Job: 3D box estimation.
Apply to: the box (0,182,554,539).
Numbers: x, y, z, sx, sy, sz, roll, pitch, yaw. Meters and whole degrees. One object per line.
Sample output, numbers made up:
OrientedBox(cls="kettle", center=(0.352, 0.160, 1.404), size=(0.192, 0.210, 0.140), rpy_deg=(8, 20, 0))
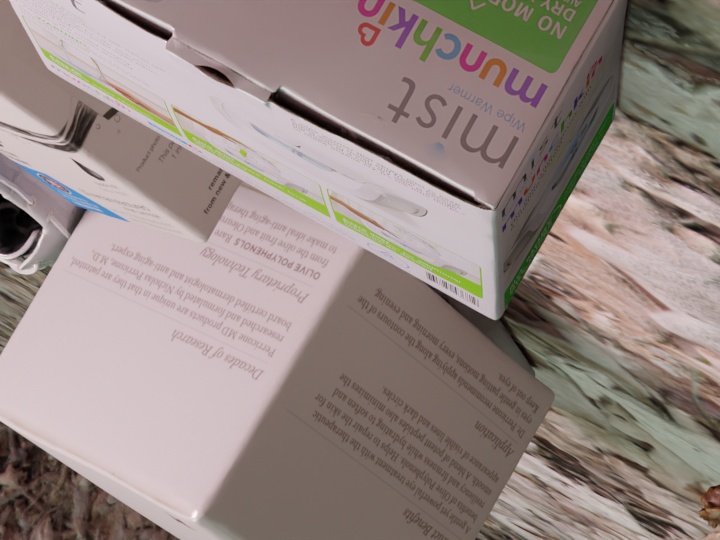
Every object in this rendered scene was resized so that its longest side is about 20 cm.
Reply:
OrientedBox(cls="box", center=(-0.049, 0.068, 1.525), size=(0.199, 0.172, 0.199), rpy_deg=(22, 167, 43))

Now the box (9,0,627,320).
OrientedBox(cls="box", center=(-0.018, -0.082, 0.982), size=(0.199, 0.097, 0.177), rpy_deg=(29, 170, 10))

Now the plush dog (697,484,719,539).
OrientedBox(cls="plush dog", center=(0.261, 0.185, 1.532), size=(0.201, 0.160, 0.172), rpy_deg=(62, 177, -16))

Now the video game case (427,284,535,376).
OrientedBox(cls="video game case", center=(0.000, 0.000, 1.620), size=(0.182, 0.022, 0.200), rpy_deg=(27, 170, 22))

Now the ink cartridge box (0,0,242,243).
OrientedBox(cls="ink cartridge box", center=(-0.157, -0.106, 1.347), size=(0.200, 0.085, 0.146), rpy_deg=(35, 170, -32))

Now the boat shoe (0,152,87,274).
OrientedBox(cls="boat shoe", center=(-0.178, -0.036, 1.533), size=(0.072, 0.069, 0.200), rpy_deg=(18, 161, 14))
